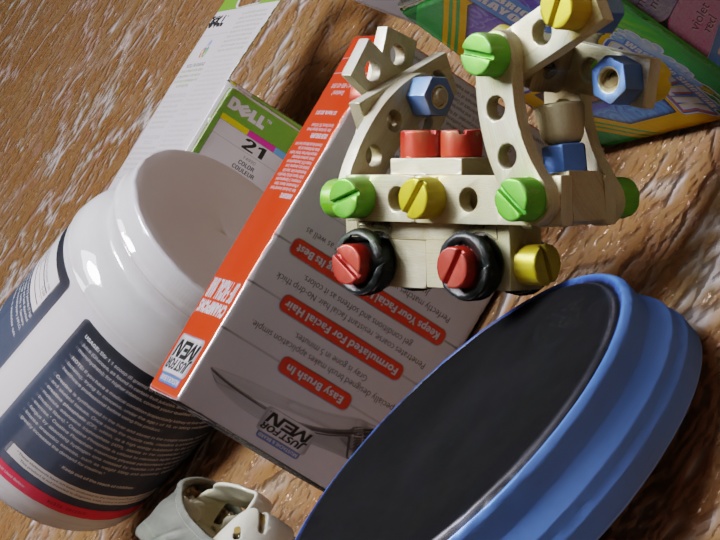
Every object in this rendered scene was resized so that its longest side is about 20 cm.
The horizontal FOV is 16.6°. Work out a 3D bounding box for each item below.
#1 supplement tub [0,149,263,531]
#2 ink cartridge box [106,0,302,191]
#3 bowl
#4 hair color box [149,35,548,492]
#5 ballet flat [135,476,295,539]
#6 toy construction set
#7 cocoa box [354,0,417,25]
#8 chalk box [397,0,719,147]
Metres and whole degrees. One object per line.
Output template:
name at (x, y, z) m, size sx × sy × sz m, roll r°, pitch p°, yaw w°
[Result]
supplement tub at (-0.133, 0.041, 1.407) m, size 0.200 × 0.140 × 0.140 m, roll -46°, pitch 21°, yaw 30°
ink cartridge box at (-0.076, -0.103, 1.602) m, size 0.200 × 0.076 × 0.148 m, roll -59°, pitch 18°, yaw -8°
bowl at (0.046, 0.079, 0.971) m, size 0.201 × 0.039 × 0.201 m, roll -42°, pitch 13°, yaw 12°
hair color box at (0.000, 0.000, 1.180) m, size 0.200 × 0.111 × 0.064 m, roll -59°, pitch 17°, yaw -7°
ballet flat at (-0.063, 0.137, 1.193) m, size 0.064 × 0.067 × 0.200 m, roll -52°, pitch 18°, yaw -5°
toy construction set at (0.043, -0.055, 1.050) m, size 0.200 × 0.092 × 0.131 m, roll 5°, pitch 96°, yaw 60°
cocoa box at (0.084, -0.225, 1.226) m, size 0.131 × 0.133 × 0.200 m, roll -85°, pitch 17°, yaw -56°
chalk box at (0.129, -0.144, 1.065) m, size 0.124 × 0.124 × 0.200 m, roll -61°, pitch 19°, yaw -14°
